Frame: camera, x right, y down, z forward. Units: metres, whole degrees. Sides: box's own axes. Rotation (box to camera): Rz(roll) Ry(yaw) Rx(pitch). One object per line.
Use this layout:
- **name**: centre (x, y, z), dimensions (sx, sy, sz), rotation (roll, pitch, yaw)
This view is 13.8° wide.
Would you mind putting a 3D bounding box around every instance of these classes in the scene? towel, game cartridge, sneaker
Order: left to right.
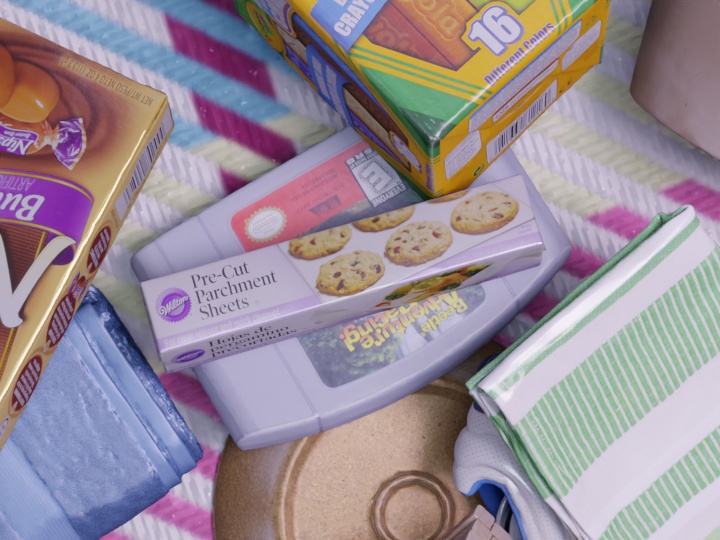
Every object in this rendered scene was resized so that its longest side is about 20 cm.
- **towel**: centre (-0.187, 0.105, 1.494), dimensions (0.200, 0.049, 0.112), rotation (-33, 93, -8)
- **game cartridge**: centre (0.000, 0.000, 1.507), dimensions (0.199, 0.041, 0.133), rotation (-31, 80, -7)
- **sneaker**: centre (0.133, 0.111, 1.507), dimensions (0.200, 0.081, 0.147), rotation (41, 85, -28)
- **towel**: centre (0.158, 0.086, 1.457), dimensions (0.152, 0.023, 0.200), rotation (-41, 111, -14)

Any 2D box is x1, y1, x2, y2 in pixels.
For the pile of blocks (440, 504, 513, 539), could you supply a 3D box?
- **pile of blocks**: centre (-0.003, 0.183, 1.468), dimensions (0.199, 0.062, 0.082), rotation (-17, 107, 24)

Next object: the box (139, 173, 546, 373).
- **box**: centre (-0.008, 0.002, 1.469), dimensions (0.199, 0.039, 0.042), rotation (-15, 73, -3)

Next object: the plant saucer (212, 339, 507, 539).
- **plant saucer**: centre (0.024, 0.124, 1.529), dimensions (0.199, 0.035, 0.201), rotation (0, 90, -7)

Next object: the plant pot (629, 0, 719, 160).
- **plant pot**: centre (0.227, -0.135, 1.493), dimensions (0.199, 0.200, 0.174), rotation (29, 102, -7)

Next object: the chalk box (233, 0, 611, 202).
- **chalk box**: centre (0.013, -0.152, 1.467), dimensions (0.125, 0.124, 0.200), rotation (-43, 78, -10)

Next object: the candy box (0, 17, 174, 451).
- **candy box**: centre (-0.188, -0.018, 1.463), dimensions (0.116, 0.056, 0.201), rotation (25, 78, 8)
